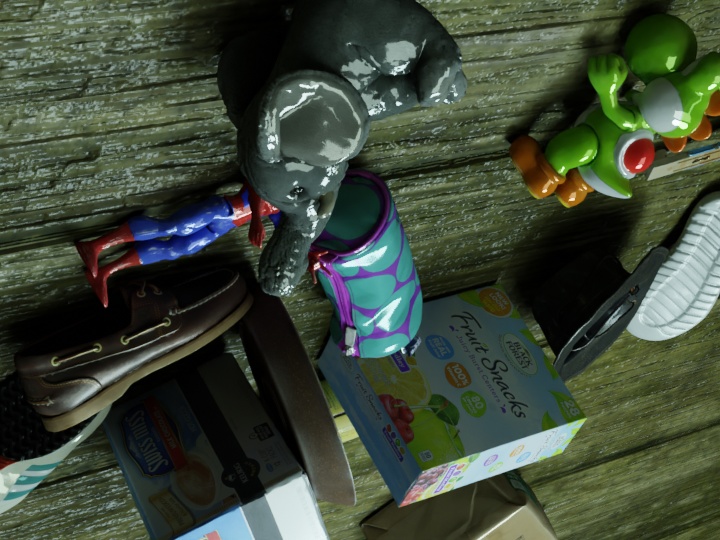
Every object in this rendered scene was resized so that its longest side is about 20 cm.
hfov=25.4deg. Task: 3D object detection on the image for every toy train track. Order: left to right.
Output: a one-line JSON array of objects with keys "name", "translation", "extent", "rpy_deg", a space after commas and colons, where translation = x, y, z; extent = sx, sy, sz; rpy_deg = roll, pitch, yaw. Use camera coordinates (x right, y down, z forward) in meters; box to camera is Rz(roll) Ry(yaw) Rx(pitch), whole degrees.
[{"name": "toy train track", "translation": [0.362, -0.132, 1.557], "extent": [0.198, 0.033, 0.115], "rpy_deg": [-17, 154, -17]}]

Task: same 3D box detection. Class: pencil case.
[{"name": "pencil case", "translation": [0.000, 0.000, 1.328], "extent": [0.093, 0.084, 0.200], "rpy_deg": [-61, 157, -22]}]

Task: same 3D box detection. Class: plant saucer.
[{"name": "plant saucer", "translation": [-0.058, 0.105, 1.313], "extent": [0.034, 0.201, 0.201], "rpy_deg": [-21, 149, -10]}]

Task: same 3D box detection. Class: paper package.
[{"name": "paper package", "translation": [0.124, 0.315, 1.902], "extent": [0.190, 0.104, 0.200], "rpy_deg": [-37, 150, 3]}]

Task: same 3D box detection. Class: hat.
[{"name": "hat", "translation": [0.217, 0.036, 1.592], "extent": [0.201, 0.081, 0.201], "rpy_deg": [-46, 164, -17]}]

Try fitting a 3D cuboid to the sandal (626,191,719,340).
[{"name": "sandal", "translation": [0.355, -0.004, 1.708], "extent": [0.203, 0.082, 0.050], "rpy_deg": [-58, -175, 34]}]

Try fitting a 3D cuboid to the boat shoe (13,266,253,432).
[{"name": "boat shoe", "translation": [-0.174, 0.045, 1.239], "extent": [0.199, 0.070, 0.071], "rpy_deg": [-33, 111, -27]}]

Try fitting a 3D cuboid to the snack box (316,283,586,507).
[{"name": "snack box", "translation": [0.086, 0.112, 1.495], "extent": [0.199, 0.169, 0.068], "rpy_deg": [-13, 148, -34]}]

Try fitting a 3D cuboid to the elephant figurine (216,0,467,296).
[{"name": "elephant figurine", "translation": [-0.034, -0.107, 1.078], "extent": [0.200, 0.155, 0.142], "rpy_deg": [-40, 173, -5]}]

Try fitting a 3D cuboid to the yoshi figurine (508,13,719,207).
[{"name": "yoshi figurine", "translation": [0.222, -0.145, 1.358], "extent": [0.199, 0.113, 0.112], "rpy_deg": [-33, 113, 29]}]

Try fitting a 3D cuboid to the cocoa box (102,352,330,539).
[{"name": "cocoa box", "translation": [-0.119, 0.191, 1.342], "extent": [0.130, 0.200, 0.134], "rpy_deg": [-25, 124, -10]}]

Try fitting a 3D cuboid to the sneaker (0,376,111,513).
[{"name": "sneaker", "translation": [-0.280, 0.144, 1.301], "extent": [0.199, 0.071, 0.093], "rpy_deg": [-38, 168, 3]}]

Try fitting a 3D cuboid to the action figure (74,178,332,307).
[{"name": "action figure", "translation": [-0.101, -0.019, 1.195], "extent": [0.199, 0.099, 0.065], "rpy_deg": [-29, 152, -14]}]

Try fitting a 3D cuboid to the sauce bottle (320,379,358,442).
[{"name": "sauce bottle", "translation": [-0.045, 0.139, 1.514], "extent": [0.198, 0.065, 0.065], "rpy_deg": [-15, 146, -27]}]
